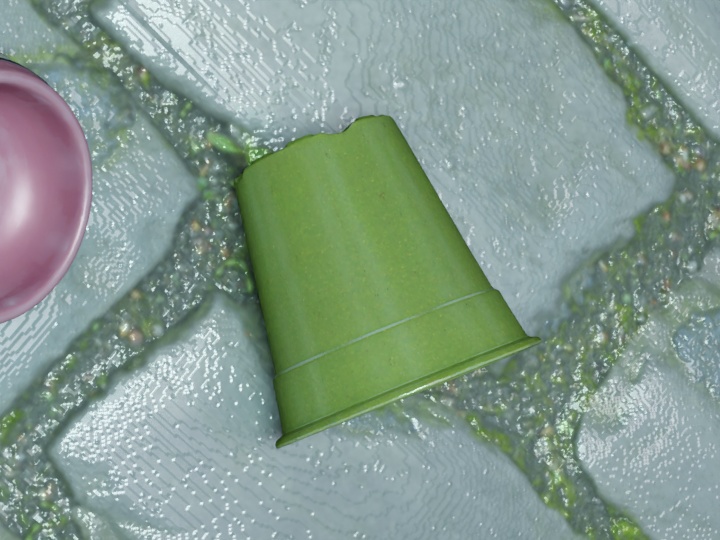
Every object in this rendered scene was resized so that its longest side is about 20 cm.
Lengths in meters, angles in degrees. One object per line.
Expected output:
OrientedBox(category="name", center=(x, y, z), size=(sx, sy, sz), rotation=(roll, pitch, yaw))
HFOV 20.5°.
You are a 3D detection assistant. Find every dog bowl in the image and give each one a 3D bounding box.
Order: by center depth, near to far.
OrientedBox(category="dog bowl", center=(-0.258, -0.051, 1.284), size=(0.200, 0.074, 0.201), rotation=(-15, 110, -45))

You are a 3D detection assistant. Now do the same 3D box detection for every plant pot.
OrientedBox(category="plant pot", center=(0.000, 0.000, 1.393), size=(0.199, 0.200, 0.191), rotation=(-20, 85, -22))
